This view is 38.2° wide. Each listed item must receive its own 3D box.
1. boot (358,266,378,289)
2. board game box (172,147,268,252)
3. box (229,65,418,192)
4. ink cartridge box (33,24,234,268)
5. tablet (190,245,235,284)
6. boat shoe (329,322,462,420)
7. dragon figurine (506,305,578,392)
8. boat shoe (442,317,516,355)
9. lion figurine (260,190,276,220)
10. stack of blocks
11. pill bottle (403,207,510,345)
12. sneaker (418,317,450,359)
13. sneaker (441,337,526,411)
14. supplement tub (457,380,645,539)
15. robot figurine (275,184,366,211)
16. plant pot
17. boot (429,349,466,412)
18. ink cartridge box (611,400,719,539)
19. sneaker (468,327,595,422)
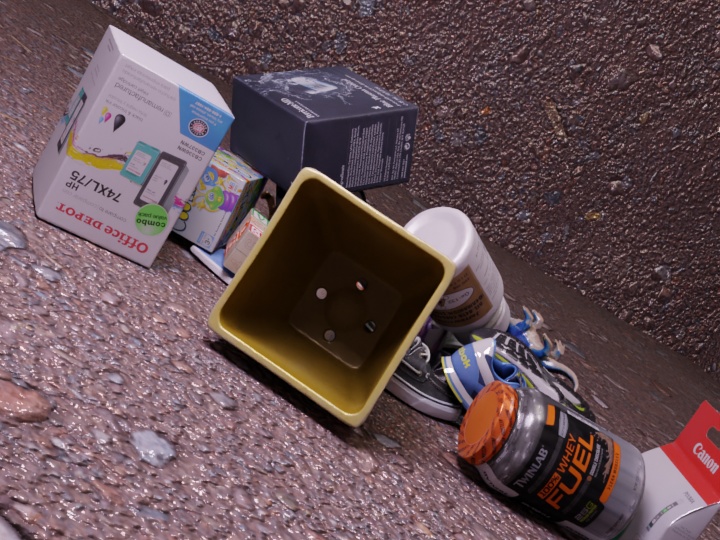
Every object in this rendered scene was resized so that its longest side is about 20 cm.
[{"bbox_3d":[0.000,0.000,1.346,0.198,0.068,0.131,28,-21,42],"label":"boot"},{"bbox_3d":[-0.203,-0.103,1.411,0.102,0.106,0.200,28,9,0],"label":"board game box"},{"bbox_3d":[-0.054,-0.200,1.477,0.197,0.120,0.196,-14,34,-34],"label":"box"},{"bbox_3d":[-0.263,-0.141,1.184,0.145,0.202,0.146,26,13,-27],"label":"ink cartridge box"},{"bbox_3d":[-0.131,0.012,1.387,0.129,0.014,0.199,38,13,23],"label":"tablet"},{"bbox_3d":[0.056,0.116,1.302,0.198,0.072,0.072,33,9,-15],"label":"boat shoe"},{"bbox_3d":[0.232,0.121,1.473,0.058,0.100,0.201,15,33,-52],"label":"dragon figurine"},{"bbox_3d":[0.199,0.112,1.599,0.198,0.076,0.060,14,-22,50],"label":"boat shoe"},{"bbox_3d":[-0.103,-0.065,1.647,0.199,0.072,0.124,24,40,-65],"label":"lion figurine"},{"bbox_3d":[-0.080,0.008,1.352,0.199,0.059,0.116,36,15,-16],"label":"stack of blocks"},{"bbox_3d":[0.132,0.017,1.411,0.114,0.114,0.201,42,-8,43],"label":"pill bottle"},{"bbox_3d":[0.098,0.069,1.556,0.087,0.082,0.200,20,27,12],"label":"sneaker"},{"bbox_3d":[0.185,0.171,1.316,0.201,0.082,0.074,51,10,-17],"label":"sneaker"},{"bbox_3d":[0.217,0.215,1.191,0.198,0.124,0.123,29,11,-12],"label":"supplement tub"},{"bbox_3d":[-0.048,-0.065,1.497,0.147,0.127,0.202,1,38,0],"label":"robot figurine"},{"bbox_3d":[-0.024,0.038,1.148,0.192,0.197,0.200,33,-4,7],"label":"plant pot"},{"bbox_3d":[0.174,0.164,1.477,0.197,0.067,0.165,22,13,-28],"label":"boot"},{"bbox_3d":[0.365,0.254,1.230,0.049,0.202,0.161,28,11,-11],"label":"ink cartridge box"},{"bbox_3d":[0.213,0.158,1.375,0.200,0.081,0.074,44,23,9],"label":"sneaker"}]
